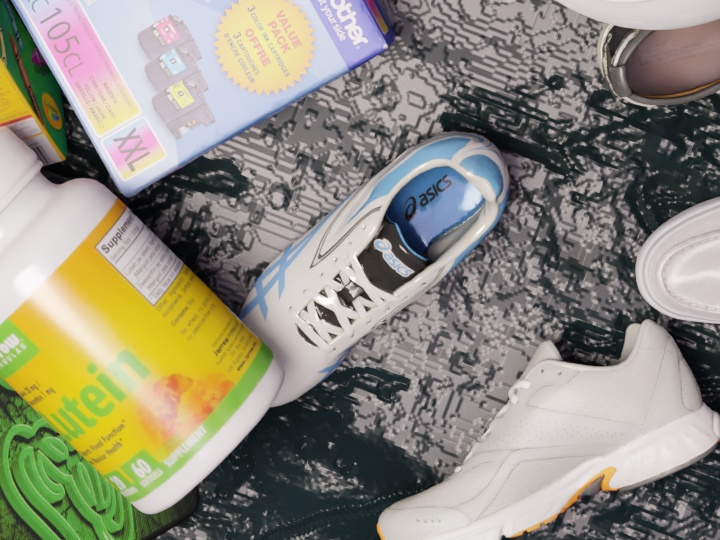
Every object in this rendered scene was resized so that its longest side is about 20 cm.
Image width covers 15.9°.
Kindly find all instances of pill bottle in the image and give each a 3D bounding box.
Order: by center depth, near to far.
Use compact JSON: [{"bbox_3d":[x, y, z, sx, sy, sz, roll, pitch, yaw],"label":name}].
[{"bbox_3d":[-0.145,0.023,1.363,0.111,0.111,0.200,-43,99,10],"label":"pill bottle"}]

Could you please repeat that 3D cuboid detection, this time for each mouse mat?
[{"bbox_3d":[-0.180,0.074,1.412,0.008,0.161,0.201,-10,104,50],"label":"mouse mat"}]

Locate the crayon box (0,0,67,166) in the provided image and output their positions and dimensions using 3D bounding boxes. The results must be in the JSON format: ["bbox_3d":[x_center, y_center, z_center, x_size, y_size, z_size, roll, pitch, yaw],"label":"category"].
[{"bbox_3d":[-0.271,-0.085,1.385,0.199,0.119,0.059,-15,59,7],"label":"crayon box"}]

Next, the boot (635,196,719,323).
[{"bbox_3d":[0.248,-0.005,1.379,0.199,0.096,0.074,-9,99,5],"label":"boot"}]

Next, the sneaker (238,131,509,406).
[{"bbox_3d":[0.000,0.000,1.410,0.072,0.073,0.200,45,101,-6],"label":"sneaker"}]

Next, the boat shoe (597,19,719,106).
[{"bbox_3d":[0.224,-0.137,1.373,0.199,0.068,0.072,-21,96,6],"label":"boat shoe"}]

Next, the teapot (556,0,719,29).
[{"bbox_3d":[0.138,-0.197,1.235,0.197,0.146,0.200,42,121,0],"label":"teapot"}]

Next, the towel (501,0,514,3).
[{"bbox_3d":[0.071,-0.257,1.339,0.146,0.030,0.201,27,93,-27],"label":"towel"}]

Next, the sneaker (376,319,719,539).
[{"bbox_3d":[0.095,0.091,1.426,0.199,0.076,0.092,-23,90,0],"label":"sneaker"}]

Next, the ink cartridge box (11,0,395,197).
[{"bbox_3d":[-0.071,-0.148,1.388,0.199,0.076,0.137,-29,97,7],"label":"ink cartridge box"}]
